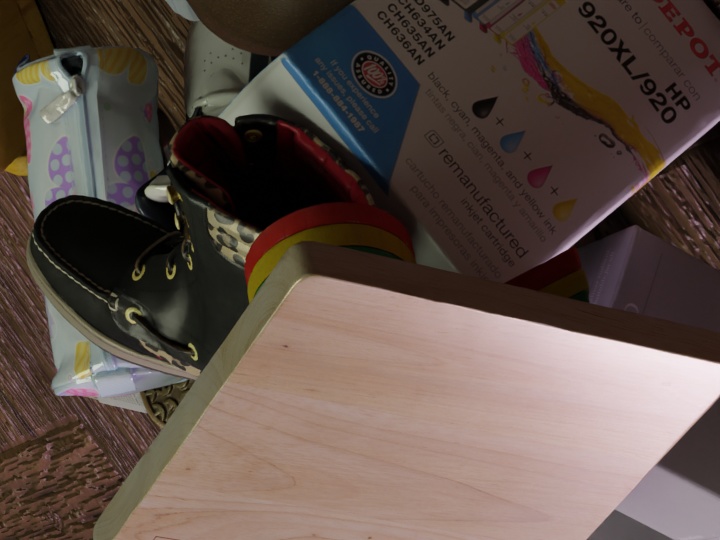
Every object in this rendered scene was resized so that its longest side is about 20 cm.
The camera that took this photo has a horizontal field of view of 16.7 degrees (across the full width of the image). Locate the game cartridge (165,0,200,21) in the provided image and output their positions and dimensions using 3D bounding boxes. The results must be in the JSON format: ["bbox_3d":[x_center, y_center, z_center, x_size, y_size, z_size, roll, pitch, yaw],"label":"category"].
[{"bbox_3d":[-0.134,-0.234,1.325,0.200,0.041,0.133,52,163,46],"label":"game cartridge"}]

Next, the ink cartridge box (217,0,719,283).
[{"bbox_3d":[0.052,-0.069,1.144,0.147,0.200,0.145,51,150,1],"label":"ink cartridge box"}]

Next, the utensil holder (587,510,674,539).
[{"bbox_3d":[0.140,0.159,1.284,0.170,0.200,0.170,36,149,26],"label":"utensil holder"}]

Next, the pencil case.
[{"bbox_3d":[-0.144,-0.027,1.386,0.091,0.083,0.200,145,118,-75],"label":"pencil case"}]

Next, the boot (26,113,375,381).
[{"bbox_3d":[-0.069,-0.011,1.097,0.200,0.073,0.151,34,147,23],"label":"boot"}]

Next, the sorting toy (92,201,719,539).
[{"bbox_3d":[0.016,0.056,1.018,0.199,0.200,0.070,-53,35,39],"label":"sorting toy"}]

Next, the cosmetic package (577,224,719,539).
[{"bbox_3d":[0.172,0.072,1.151,0.200,0.107,0.090,27,158,-21],"label":"cosmetic package"}]

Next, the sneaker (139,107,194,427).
[{"bbox_3d":[-0.102,-0.001,1.464,0.067,0.090,0.200,-21,76,33],"label":"sneaker"}]

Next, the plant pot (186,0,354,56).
[{"bbox_3d":[-0.031,-0.193,1.151,0.187,0.187,0.200,43,156,15],"label":"plant pot"}]

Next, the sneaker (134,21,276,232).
[{"bbox_3d":[-0.075,-0.065,1.358,0.130,0.079,0.199,30,-124,-72],"label":"sneaker"}]

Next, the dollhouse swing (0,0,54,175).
[{"bbox_3d":[-0.307,-0.144,1.616,0.182,0.176,0.200,21,141,44],"label":"dollhouse swing"}]

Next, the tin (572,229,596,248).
[{"bbox_3d":[0.049,-0.053,1.342,0.200,0.042,0.112,46,156,12],"label":"tin"}]

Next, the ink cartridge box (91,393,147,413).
[{"bbox_3d":[-0.113,0.035,1.601,0.200,0.116,0.068,7,128,52],"label":"ink cartridge box"}]
